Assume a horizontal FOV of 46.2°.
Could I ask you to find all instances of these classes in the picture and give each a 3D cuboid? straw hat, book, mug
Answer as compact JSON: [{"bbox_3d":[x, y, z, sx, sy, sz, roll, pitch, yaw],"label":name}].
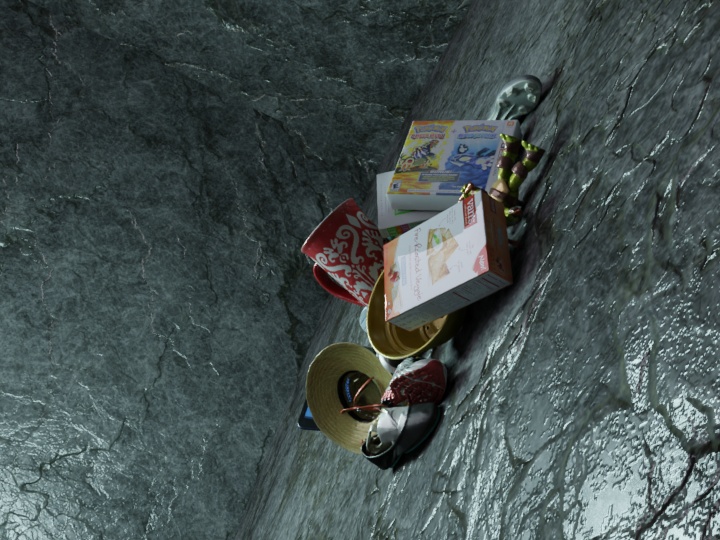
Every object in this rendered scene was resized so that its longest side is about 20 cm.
[{"bbox_3d":[0.008,0.215,1.468,0.085,0.201,0.202,-13,-45,-57],"label":"straw hat"},{"bbox_3d":[0.130,-0.130,1.487,0.048,0.199,0.134,63,-160,-45],"label":"book"},{"bbox_3d":[0.008,-0.009,1.532,0.133,0.200,0.178,-45,-6,-15],"label":"mug"}]

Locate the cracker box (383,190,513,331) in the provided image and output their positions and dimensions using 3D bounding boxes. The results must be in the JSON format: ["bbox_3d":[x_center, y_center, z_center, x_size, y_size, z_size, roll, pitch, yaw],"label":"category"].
[{"bbox_3d":[0.121,-0.011,1.225,0.200,0.058,0.134,-29,49,38],"label":"cracker box"}]

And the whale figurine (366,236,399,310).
[{"bbox_3d":[0.055,0.024,1.636,0.159,0.103,0.201,135,126,-60],"label":"whale figurine"}]

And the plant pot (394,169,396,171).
[{"bbox_3d":[0.157,-0.140,1.575,0.093,0.200,0.201,58,-137,-44],"label":"plant pot"}]

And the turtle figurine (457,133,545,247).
[{"bbox_3d":[0.220,-0.115,1.266,0.162,0.064,0.200,-67,24,11],"label":"turtle figurine"}]

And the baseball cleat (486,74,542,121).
[{"bbox_3d":[0.275,-0.311,1.531,0.200,0.070,0.107,128,165,-62],"label":"baseball cleat"}]

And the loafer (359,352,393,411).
[{"bbox_3d":[0.059,0.184,1.529,0.071,0.073,0.201,3,-68,-55],"label":"loafer"}]

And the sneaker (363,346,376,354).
[{"bbox_3d":[0.010,0.223,1.650,0.200,0.084,0.077,-75,10,-58],"label":"sneaker"}]

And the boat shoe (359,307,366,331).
[{"bbox_3d":[0.067,0.079,1.878,0.067,0.074,0.200,-40,-3,-38],"label":"boat shoe"}]

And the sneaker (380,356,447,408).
[{"bbox_3d":[0.083,0.162,1.292,0.082,0.078,0.200,-66,6,-22],"label":"sneaker"}]

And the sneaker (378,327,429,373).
[{"bbox_3d":[0.094,0.085,1.426,0.200,0.071,0.099,-54,-4,-48],"label":"sneaker"}]

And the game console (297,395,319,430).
[{"bbox_3d":[-0.034,0.240,1.808,0.200,0.118,0.171,-73,9,-46],"label":"game console"}]

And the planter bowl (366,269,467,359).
[{"bbox_3d":[0.106,0.058,1.325,0.200,0.083,0.201,-31,44,36],"label":"planter bowl"}]

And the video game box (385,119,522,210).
[{"bbox_3d":[0.163,-0.183,1.459,0.047,0.199,0.183,66,-145,-46],"label":"video game box"}]

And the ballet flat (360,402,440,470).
[{"bbox_3d":[0.050,0.249,1.275,0.200,0.068,0.068,122,169,-49],"label":"ballet flat"}]
